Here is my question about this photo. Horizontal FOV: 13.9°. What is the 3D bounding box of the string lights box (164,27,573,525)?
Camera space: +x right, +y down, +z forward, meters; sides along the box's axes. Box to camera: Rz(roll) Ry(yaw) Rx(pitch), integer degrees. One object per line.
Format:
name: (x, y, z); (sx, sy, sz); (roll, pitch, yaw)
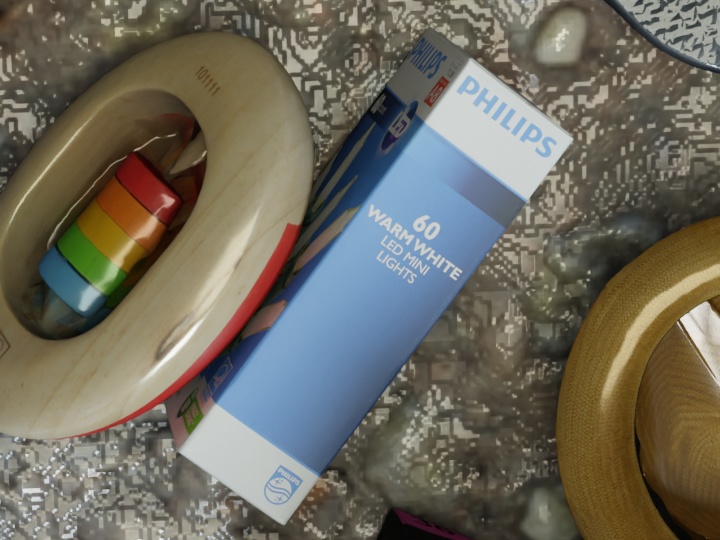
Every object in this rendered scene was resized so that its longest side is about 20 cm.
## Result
string lights box: (0.000, 0.000, 1.244); (0.059, 0.103, 0.200); (35, 94, -14)

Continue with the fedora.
fedora: (0.171, 0.062, 1.290); (0.199, 0.082, 0.202); (-3, 106, -10)

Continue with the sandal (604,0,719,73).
sandal: (0.107, -0.150, 1.265); (0.199, 0.043, 0.076); (29, 89, -2)

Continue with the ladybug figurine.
ladybug figurine: (-0.091, -0.007, 1.230); (0.200, 0.136, 0.072); (-46, 141, 10)

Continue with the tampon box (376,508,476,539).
tampon box: (0.071, 0.205, 1.244); (0.149, 0.200, 0.127); (22, 97, -12)
